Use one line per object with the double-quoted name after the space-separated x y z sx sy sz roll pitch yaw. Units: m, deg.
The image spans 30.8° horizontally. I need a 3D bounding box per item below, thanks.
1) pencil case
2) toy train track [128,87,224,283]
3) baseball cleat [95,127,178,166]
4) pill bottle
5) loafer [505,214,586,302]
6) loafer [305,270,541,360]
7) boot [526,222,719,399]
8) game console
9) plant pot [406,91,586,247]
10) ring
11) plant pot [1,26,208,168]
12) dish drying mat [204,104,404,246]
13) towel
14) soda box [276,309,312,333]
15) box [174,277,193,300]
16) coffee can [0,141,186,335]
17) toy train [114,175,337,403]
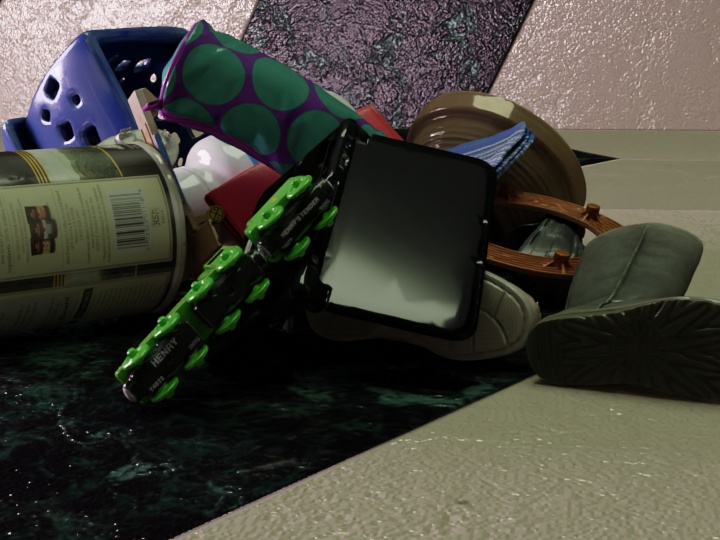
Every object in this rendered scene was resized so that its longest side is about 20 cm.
-0.073 -0.120 1.083 0.199 0.093 0.085 31 -15 -11 "pencil case"
-0.142 -0.059 1.095 0.032 0.202 0.115 -20 -6 -28 "toy train track"
-0.250 -0.054 1.216 0.070 0.107 0.200 42 60 15 "baseball cleat"
-0.093 -0.084 1.207 0.199 0.114 0.112 -27 24 -33 "pill bottle"
0.171 -0.023 1.221 0.070 0.069 0.201 19 16 4 "loafer"
0.052 0.026 0.994 0.198 0.073 0.063 3 4 34 "loafer"
0.221 0.022 0.943 0.180 0.074 0.200 4 16 26 "boot"
-0.005 -0.007 0.973 0.175 0.116 0.201 -37 25 35 "game console"
0.125 -0.078 1.350 0.199 0.202 0.093 7 50 35 "plant pot"
0.149 -0.040 1.144 0.198 0.019 0.201 8 22 -3 "ring"
-0.244 -0.123 1.376 0.179 0.201 0.200 -33 -5 27 "plant pot"
-0.040 -0.079 1.150 0.199 0.077 0.018 -32 -16 -33 "dish drying mat"
0.075 -0.091 1.197 0.143 0.024 0.200 -15 11 23 "towel"
0.000 0.000 1.113 0.198 0.072 0.063 -9 19 -39 "soda box"
-0.105 -0.002 1.261 0.161 0.022 0.200 -1 10 -8 "box"
-0.261 -0.025 1.053 0.198 0.148 0.146 -8 13 -37 "coffee can"
-0.091 0.010 0.876 0.200 0.042 0.056 -47 20 -18 "toy train"
